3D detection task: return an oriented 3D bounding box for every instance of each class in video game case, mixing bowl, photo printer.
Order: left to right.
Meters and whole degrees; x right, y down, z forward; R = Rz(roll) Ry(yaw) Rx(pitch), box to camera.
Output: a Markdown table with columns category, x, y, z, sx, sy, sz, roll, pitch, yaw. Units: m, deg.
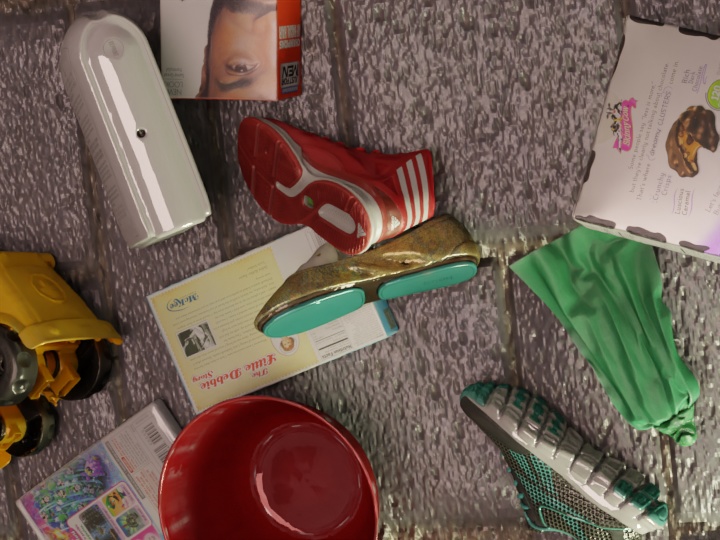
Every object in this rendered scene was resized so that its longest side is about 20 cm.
| category | x | y | z | sx | sy | sz | roll | pitch | yaw |
| --- | --- | --- | --- | --- | --- | --- | --- | --- | --- |
| photo printer | -0.197 | -0.122 | 1.612 | 0.069 | 0.166 | 0.201 | -22 | 91 | -13 |
| video game case | -0.198 | 0.248 | 1.744 | 0.182 | 0.024 | 0.200 | -35 | 87 | 21 |
| mixing bowl | -0.063 | 0.194 | 1.643 | 0.199 | 0.108 | 0.201 | 3 | 101 | 19 |

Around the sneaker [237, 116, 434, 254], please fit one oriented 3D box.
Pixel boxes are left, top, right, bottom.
| category | x | y | z | sx | sy | sz | roll | pitch | yaw |
| --- | --- | --- | --- | --- | --- | --- | --- | --- | --- |
| sneaker | -0.013 | -0.079 | 1.609 | 0.200 | 0.115 | 0.079 | 41 | 133 | 40 |

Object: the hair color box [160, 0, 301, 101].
| category | x | y | z | sx | sy | sz | roll | pitch | yaw |
| --- | --- | --- | --- | --- | --- | --- | --- | --- | --- |
| hair color box | -0.111 | -0.247 | 1.612 | 0.110 | 0.064 | 0.201 | 2 | 101 | 18 |

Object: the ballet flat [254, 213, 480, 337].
| category | x | y | z | sx | sy | sz | roll | pitch | yaw |
| --- | --- | --- | --- | --- | --- | --- | --- | --- | --- |
| ballet flat | 0.000 | 0.000 | 1.583 | 0.199 | 0.071 | 0.071 | -17 | 94 | -8 |

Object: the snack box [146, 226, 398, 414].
| category | x | y | z | sx | sy | sz | roll | pitch | yaw |
| --- | --- | --- | --- | --- | --- | --- | --- | --- | --- |
| snack box | -0.079 | 0.038 | 1.660 | 0.199 | 0.037 | 0.117 | -22 | 91 | 20 |

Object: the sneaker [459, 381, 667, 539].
| category | x | y | z | sx | sy | sz | roll | pitch | yaw |
| --- | --- | --- | --- | --- | --- | --- | --- | --- | --- |
| sneaker | 0.155 | 0.175 | 1.586 | 0.200 | 0.078 | 0.091 | 39 | 113 | 11 |

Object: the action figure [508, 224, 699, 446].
| category | x | y | z | sx | sy | sz | roll | pitch | yaw |
| --- | --- | --- | --- | --- | --- | --- | --- | --- | --- |
| action figure | 0.221 | 0.055 | 1.552 | 0.118 | 0.055 | 0.201 | -29 | 85 | 19 |

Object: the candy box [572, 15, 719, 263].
| category | x | y | z | sx | sy | sz | roll | pitch | yaw |
| --- | --- | --- | --- | --- | --- | --- | --- | --- | --- |
| candy box | 0.284 | -0.092 | 1.478 | 0.199 | 0.072 | 0.168 | 16 | 90 | 16 |

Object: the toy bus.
| category | x | y | z | sx | sy | sz | roll | pitch | yaw |
| --- | --- | --- | --- | --- | --- | --- | --- | --- | --- |
| toy bus | -0.346 | 0.066 | 1.717 | 0.200 | 0.136 | 0.192 | -47 | 70 | 22 |
